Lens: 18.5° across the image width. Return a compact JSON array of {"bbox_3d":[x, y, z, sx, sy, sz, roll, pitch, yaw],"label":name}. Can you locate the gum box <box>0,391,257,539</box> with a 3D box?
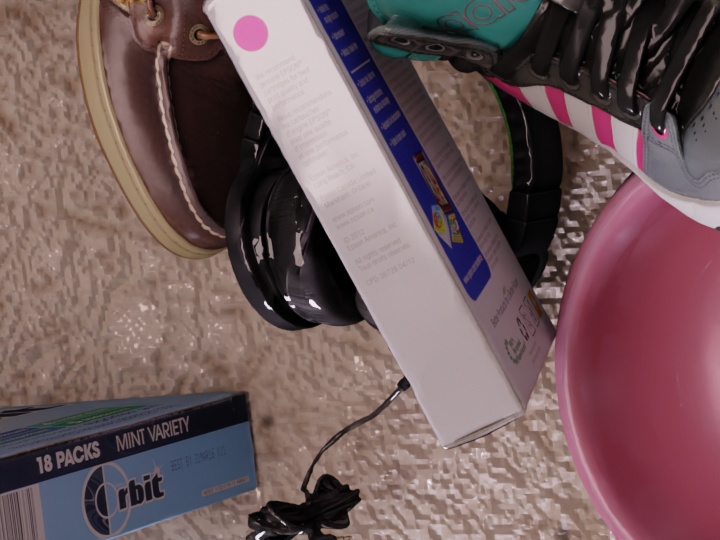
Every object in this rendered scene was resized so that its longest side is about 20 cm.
[{"bbox_3d":[-0.171,0.086,0.877,0.200,0.170,0.045,-5,94,33],"label":"gum box"}]

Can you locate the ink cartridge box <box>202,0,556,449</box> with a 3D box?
[{"bbox_3d":[0.000,-0.048,0.703,0.037,0.095,0.200,-24,97,15],"label":"ink cartridge box"}]

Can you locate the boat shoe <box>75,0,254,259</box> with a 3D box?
[{"bbox_3d":[-0.061,-0.107,0.843,0.072,0.072,0.201,-10,85,35],"label":"boat shoe"}]

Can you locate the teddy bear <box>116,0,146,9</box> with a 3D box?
[{"bbox_3d":[-0.071,-0.151,0.755,0.145,0.200,0.067,-38,41,37],"label":"teddy bear"}]

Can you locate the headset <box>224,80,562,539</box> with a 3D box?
[{"bbox_3d":[0.000,0.000,0.800,0.123,0.094,0.201,17,106,30],"label":"headset"}]

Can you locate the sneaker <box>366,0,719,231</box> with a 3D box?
[{"bbox_3d":[0.066,-0.080,0.662,0.084,0.121,0.200,-62,30,3],"label":"sneaker"}]

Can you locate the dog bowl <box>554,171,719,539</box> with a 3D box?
[{"bbox_3d":[0.151,0.031,0.719,0.200,0.074,0.201,5,99,33],"label":"dog bowl"}]
